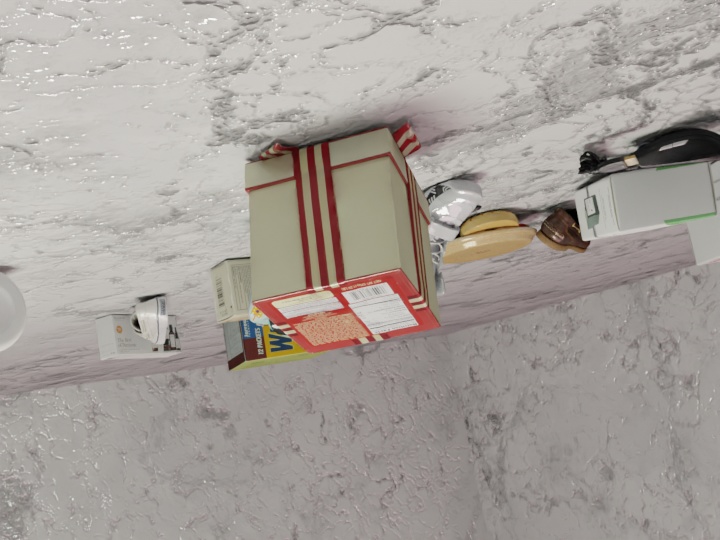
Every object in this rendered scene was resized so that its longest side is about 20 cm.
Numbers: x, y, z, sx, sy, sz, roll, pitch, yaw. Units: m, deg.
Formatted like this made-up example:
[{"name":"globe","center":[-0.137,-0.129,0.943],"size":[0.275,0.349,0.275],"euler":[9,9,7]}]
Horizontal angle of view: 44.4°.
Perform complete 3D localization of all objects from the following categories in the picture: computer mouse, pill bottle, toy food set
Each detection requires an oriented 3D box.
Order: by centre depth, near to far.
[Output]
[{"name":"computer mouse","center":[0.376,-0.154,1.128],"size":[0.199,0.046,0.140],"euler":[-4,-176,30]},{"name":"pill bottle","center":[-0.550,0.073,1.188],"size":[0.199,0.114,0.113],"euler":[-18,168,37]},{"name":"toy food set","center":[0.206,-0.054,1.530],"size":[0.197,0.049,0.199],"euler":[-18,169,37]}]

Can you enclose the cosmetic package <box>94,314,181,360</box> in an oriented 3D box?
[{"name":"cosmetic package","center":[-0.449,0.135,1.797],"size":[0.050,0.083,0.200],"euler":[-18,170,25]}]

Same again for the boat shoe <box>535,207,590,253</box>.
[{"name":"boat shoe","center":[0.372,-0.074,1.550],"size":[0.071,0.070,0.200],"euler":[-58,160,17]}]

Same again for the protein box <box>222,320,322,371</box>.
[{"name":"protein box","center":[-0.180,0.126,1.893],"size":[0.197,0.136,0.200],"euler":[-7,171,-19]}]

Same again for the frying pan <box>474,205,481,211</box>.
[{"name":"frying pan","center":[0.073,-0.074,1.294],"size":[0.114,0.031,0.190],"euler":[-2,165,-39]}]

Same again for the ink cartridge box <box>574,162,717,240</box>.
[{"name":"ink cartridge box","center":[0.416,-0.101,1.308],"size":[0.145,0.085,0.200],"euler":[-10,179,0]}]

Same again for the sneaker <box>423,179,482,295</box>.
[{"name":"sneaker","center":[0.103,-0.035,1.213],"size":[0.075,0.116,0.200],"euler":[12,147,-32]}]

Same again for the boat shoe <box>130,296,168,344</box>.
[{"name":"boat shoe","center":[-0.400,0.097,1.663],"size":[0.065,0.073,0.200],"euler":[-4,168,-17]}]

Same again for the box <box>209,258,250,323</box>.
[{"name":"box","center":[-0.141,0.028,1.472],"size":[0.199,0.096,0.078],"euler":[-4,170,-32]}]

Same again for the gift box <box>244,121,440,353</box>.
[{"name":"gift box","center":[-0.014,-0.043,0.923],"size":[0.183,0.188,0.200],"euler":[-11,152,10]}]

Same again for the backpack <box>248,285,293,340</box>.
[{"name":"backpack","center":[-0.062,0.009,1.208],"size":[0.152,0.177,0.200],"euler":[3,175,22]}]

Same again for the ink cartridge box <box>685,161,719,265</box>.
[{"name":"ink cartridge box","center":[0.652,-0.106,1.436],"size":[0.198,0.147,0.147],"euler":[-9,170,-11]}]
